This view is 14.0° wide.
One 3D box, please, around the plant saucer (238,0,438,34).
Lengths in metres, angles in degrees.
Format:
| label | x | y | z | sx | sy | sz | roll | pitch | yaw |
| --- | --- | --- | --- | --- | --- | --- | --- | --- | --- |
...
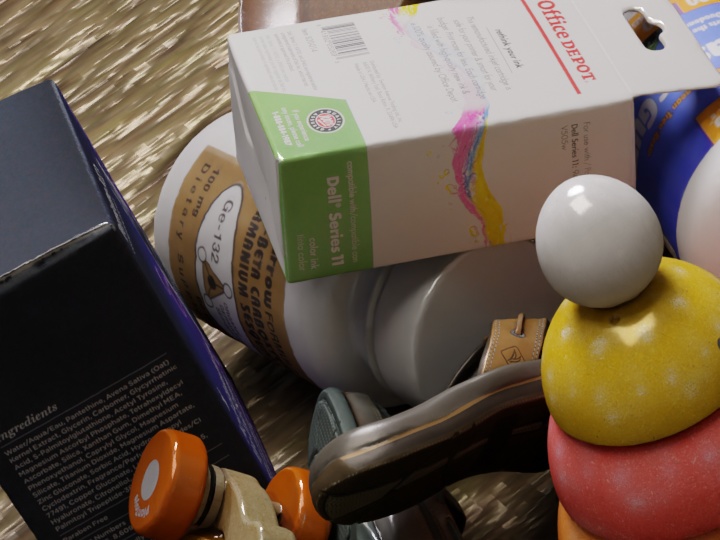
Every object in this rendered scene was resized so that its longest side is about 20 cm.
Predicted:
| label | x | y | z | sx | sy | sz | roll | pitch | yaw |
| --- | --- | --- | --- | --- | --- | --- | --- | --- | --- |
| plant saucer | 0.004 | -0.170 | 1.415 | 0.200 | 0.034 | 0.202 | -38 | 44 | 48 |

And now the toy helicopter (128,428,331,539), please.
| label | x | y | z | sx | sy | sz | roll | pitch | yaw |
| --- | --- | --- | --- | --- | --- | --- | --- | --- | --- |
| toy helicopter | -0.058 | 0.168 | 1.213 | 0.133 | 0.078 | 0.200 | -62 | 26 | 21 |

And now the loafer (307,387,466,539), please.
| label | x | y | z | sx | sy | sz | roll | pitch | yaw |
| --- | --- | --- | --- | --- | --- | --- | --- | --- | --- |
| loafer | 0.022 | 0.126 | 1.252 | 0.062 | 0.072 | 0.201 | 2 | 36 | -15 |

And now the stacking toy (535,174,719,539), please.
| label | x | y | z | sx | sy | sz | roll | pitch | yaw |
| --- | --- | --- | --- | --- | --- | --- | --- | --- | --- |
| stacking toy | 0.117 | 0.047 | 1.154 | 0.145 | 0.201 | 0.147 | -18 | 36 | 14 |

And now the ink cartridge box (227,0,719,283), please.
| label | x | y | z | sx | sy | sz | roll | pitch | yaw |
| --- | --- | --- | --- | --- | --- | --- | --- | --- | --- |
| ink cartridge box | 0.050 | -0.066 | 1.295 | 0.198 | 0.068 | 0.117 | -10 | 34 | -9 |

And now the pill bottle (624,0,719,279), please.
| label | x | y | z | sx | sy | sz | roll | pitch | yaw |
| --- | --- | --- | --- | --- | --- | --- | --- | --- | --- |
| pill bottle | 0.181 | -0.042 | 1.303 | 0.112 | 0.112 | 0.200 | -28 | 34 | 0 |

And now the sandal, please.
| label | x | y | z | sx | sy | sz | roll | pitch | yaw |
| --- | --- | --- | --- | --- | --- | --- | --- | --- | --- |
| sandal | 0.054 | 0.053 | 1.240 | 0.199 | 0.082 | 0.055 | -18 | 62 | -32 |

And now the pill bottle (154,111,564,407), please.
| label | x | y | z | sx | sy | sz | roll | pitch | yaw |
| --- | --- | --- | --- | --- | --- | --- | --- | --- | --- |
| pill bottle | 0.000 | 0.000 | 1.371 | 0.114 | 0.115 | 0.200 | -41 | 37 | -19 |

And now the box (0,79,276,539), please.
| label | x | y | z | sx | sy | sz | roll | pitch | yaw |
| --- | --- | --- | --- | --- | --- | --- | --- | --- | --- |
| box | -0.126 | 0.041 | 1.326 | 0.104 | 0.201 | 0.148 | -29 | 34 | 0 |
